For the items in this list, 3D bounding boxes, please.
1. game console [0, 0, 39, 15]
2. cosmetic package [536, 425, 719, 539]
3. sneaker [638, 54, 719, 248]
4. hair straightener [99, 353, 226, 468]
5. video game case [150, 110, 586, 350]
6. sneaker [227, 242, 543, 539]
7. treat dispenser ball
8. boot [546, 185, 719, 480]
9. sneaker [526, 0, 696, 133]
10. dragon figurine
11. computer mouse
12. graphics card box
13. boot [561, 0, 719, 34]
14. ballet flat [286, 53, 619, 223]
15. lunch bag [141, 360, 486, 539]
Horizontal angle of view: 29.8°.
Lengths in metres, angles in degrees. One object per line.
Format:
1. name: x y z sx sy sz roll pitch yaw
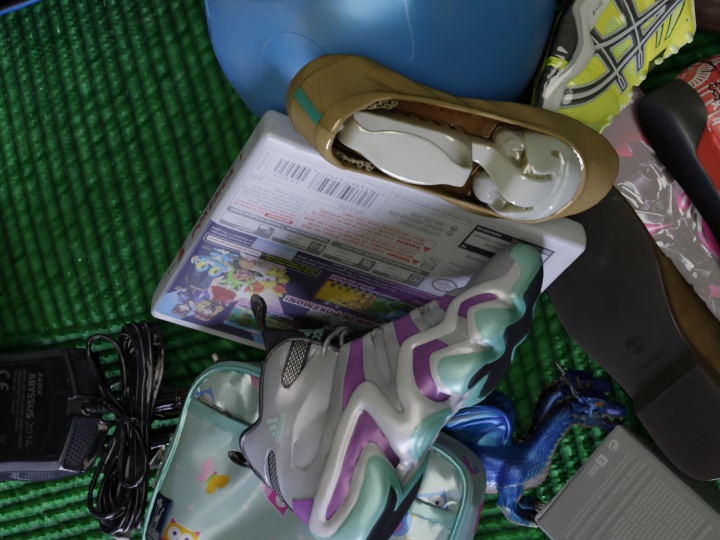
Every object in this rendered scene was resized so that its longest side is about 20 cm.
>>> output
1. game console: -0.185 -0.245 0.813 0.200 0.118 0.171 -15 94 16
2. cosmetic package: 0.210 0.189 0.780 0.090 0.107 0.200 -50 46 9
3. sneaker: 0.257 -0.041 0.784 0.108 0.067 0.201 -30 88 -8
4. hair straightener: -0.095 0.092 0.904 0.200 0.041 0.077 -6 97 12
5. video game case: 0.000 0.000 0.798 0.200 0.023 0.182 18 139 -20
6. sneaker: 0.001 0.043 0.756 0.140 0.078 0.200 34 84 19
7. treat dispenser ball: 0.011 -0.160 0.769 0.201 0.201 0.201 1 98 7
8. boot: 0.173 0.026 0.799 0.074 0.075 0.200 -39 74 36
9. sneaker: 0.146 -0.129 0.762 0.076 0.075 0.200 20 97 -2
10. dragon figurine: 0.070 0.109 0.869 0.200 0.059 0.100 -1 97 12
11. computer mouse: -0.216 0.103 0.894 0.200 0.053 0.139 0 77 19
12. graphics card box: 0.169 -0.019 0.845 0.125 0.051 0.200 -38 93 9
13. boot: 0.234 -0.222 0.803 0.200 0.064 0.187 12 110 8
14. ballet flat: 0.056 -0.055 0.693 0.200 0.063 0.069 12 118 -24
15. lunch bag: -0.032 0.144 0.825 0.200 0.077 0.161 20 97 15
